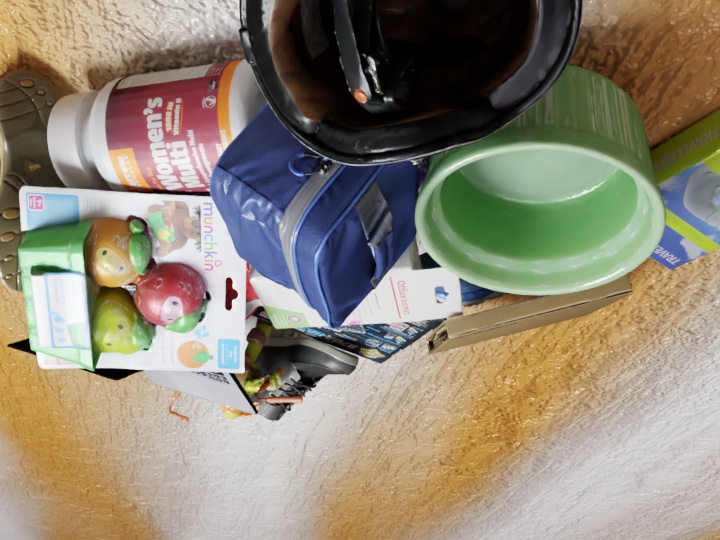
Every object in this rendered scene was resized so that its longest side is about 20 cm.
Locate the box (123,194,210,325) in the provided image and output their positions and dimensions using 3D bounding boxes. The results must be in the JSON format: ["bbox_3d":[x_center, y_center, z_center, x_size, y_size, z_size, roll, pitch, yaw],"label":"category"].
[{"bbox_3d":[-0.257,-0.013,0.931,0.196,0.050,0.161,1,113,11],"label":"box"}]

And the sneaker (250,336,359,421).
[{"bbox_3d":[-0.081,0.149,1.114,0.074,0.108,0.198,25,162,-37],"label":"sneaker"}]

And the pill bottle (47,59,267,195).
[{"bbox_3d":[-0.169,-0.121,0.756,0.196,0.111,0.110,-4,146,17],"label":"pill bottle"}]

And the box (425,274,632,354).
[{"bbox_3d":[0.175,0.052,0.922,0.196,0.022,0.164,-14,169,-6],"label":"box"}]

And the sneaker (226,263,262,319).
[{"bbox_3d":[-0.152,-0.005,0.966,0.114,0.080,0.200,20,145,-20],"label":"sneaker"}]

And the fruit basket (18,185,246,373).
[{"bbox_3d":[-0.203,0.018,0.768,0.196,0.094,0.188,6,119,-1],"label":"fruit basket"}]

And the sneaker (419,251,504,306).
[{"bbox_3d":[0.145,-0.024,0.881,0.196,0.080,0.090,-12,137,15],"label":"sneaker"}]

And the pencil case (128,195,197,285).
[{"bbox_3d":[-0.255,-0.033,0.849,0.196,0.092,0.094,-8,141,13],"label":"pencil case"}]

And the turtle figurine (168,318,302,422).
[{"bbox_3d":[-0.146,0.123,1.081,0.197,0.164,0.064,-9,147,26],"label":"turtle figurine"}]

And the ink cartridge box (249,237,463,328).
[{"bbox_3d":[0.000,0.000,0.834,0.196,0.068,0.118,-3,152,7],"label":"ink cartridge box"}]

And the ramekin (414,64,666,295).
[{"bbox_3d":[0.146,-0.074,0.701,0.196,0.099,0.201,6,148,4],"label":"ramekin"}]

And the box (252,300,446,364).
[{"bbox_3d":[-0.015,0.039,1.029,0.197,0.047,0.159,22,146,-21],"label":"box"}]

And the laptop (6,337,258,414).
[{"bbox_3d":[-0.250,0.122,0.953,0.185,0.117,0.202,10,140,35],"label":"laptop"}]

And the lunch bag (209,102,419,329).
[{"bbox_3d":[-0.023,-0.052,0.685,0.131,0.136,0.201,35,165,16],"label":"lunch bag"}]

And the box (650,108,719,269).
[{"bbox_3d":[0.311,-0.071,0.784,0.121,0.048,0.199,27,143,-26],"label":"box"}]

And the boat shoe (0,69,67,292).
[{"bbox_3d":[-0.321,-0.083,0.800,0.071,0.204,0.067,-4,-173,-42],"label":"boat shoe"}]

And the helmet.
[{"bbox_3d":[0.038,-0.172,0.554,0.199,0.189,0.203,33,140,33],"label":"helmet"}]

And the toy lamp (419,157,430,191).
[{"bbox_3d":[0.040,-0.054,0.865,0.057,0.059,0.200,16,149,-13],"label":"toy lamp"}]
